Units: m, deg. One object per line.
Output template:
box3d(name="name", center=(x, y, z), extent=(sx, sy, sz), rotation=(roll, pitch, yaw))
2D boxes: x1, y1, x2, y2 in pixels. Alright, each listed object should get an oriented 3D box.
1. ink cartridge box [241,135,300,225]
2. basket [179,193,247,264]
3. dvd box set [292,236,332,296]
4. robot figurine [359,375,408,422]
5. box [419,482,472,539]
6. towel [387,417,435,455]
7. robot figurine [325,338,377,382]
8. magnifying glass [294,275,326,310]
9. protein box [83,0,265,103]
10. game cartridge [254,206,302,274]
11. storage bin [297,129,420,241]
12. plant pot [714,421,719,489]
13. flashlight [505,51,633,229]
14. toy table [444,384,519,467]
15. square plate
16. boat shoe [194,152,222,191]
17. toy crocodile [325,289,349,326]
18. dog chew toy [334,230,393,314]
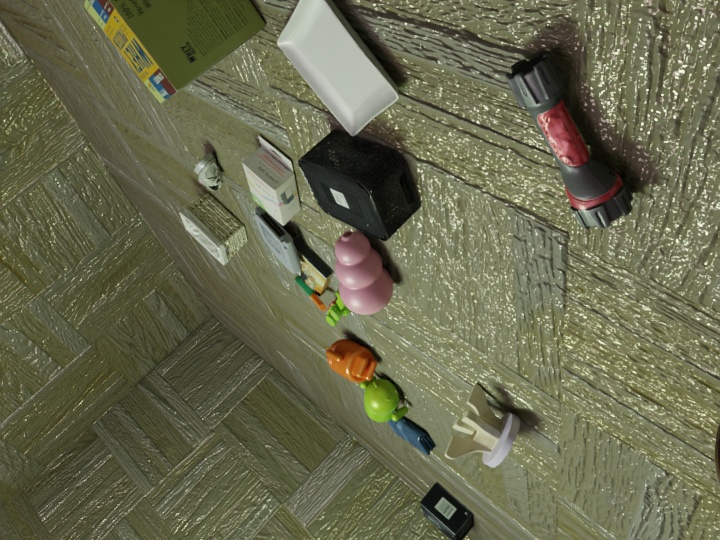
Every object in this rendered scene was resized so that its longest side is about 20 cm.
box3d(name="ink cartridge box", center=(-0.211, -0.209, 1.513), extent=(0.117, 0.067, 0.201), rotation=(40, 160, 19))
box3d(name="basket", center=(-0.487, -0.143, 2.149), extent=(0.200, 0.123, 0.136), rotation=(41, 160, 13))
box3d(name="dvd box set", center=(-0.149, -0.007, 1.847), extent=(0.146, 0.029, 0.200), rotation=(45, 162, 5))
box3d(name="robot figurine", center=(0.070, 0.433, 2.135), extent=(0.175, 0.115, 0.201), rotation=(44, 161, 22))
box3d(name="box", center=(0.365, 1.028, 2.707), extent=(0.196, 0.117, 0.201), rotation=(35, 159, 30))
box3d(name="towel", center=(0.176, 0.579, 2.307), extent=(0.199, 0.049, 0.112), rotation=(23, 150, 51))
box3d(name="robot figurine", center=(-0.030, 0.288, 2.057), extent=(0.199, 0.143, 0.118), rotation=(19, 125, 53))
box3d(name="magnifying glass", center=(-0.148, 0.069, 1.939), extent=(0.080, 0.022, 0.200), rotation=(45, -179, -33))
box3d(name="protein box", center=(-0.310, -0.428, 1.078), extent=(0.199, 0.200, 0.135), rotation=(54, 159, -22))
box3d(name="game cartridge", center=(-0.230, -0.081, 1.797), extent=(0.200, 0.041, 0.134), rotation=(45, 155, 40))
box3d(name="storage bin", center=(-0.004, -0.154, 1.148), extent=(0.199, 0.094, 0.136), rotation=(28, 154, 42))
box3d(name="plant pot", center=(0.509, 0.201, 0.639), extent=(0.200, 0.200, 0.198), rotation=(45, 154, 3))
box3d(name="flashlight", center=(0.233, -0.142, 0.712), extent=(0.067, 0.068, 0.201), rotation=(-17, 117, 40))
box3d(name="toy table", center=(0.285, 0.372, 1.501), extent=(0.116, 0.185, 0.201), rotation=(25, 149, 7))
box3d(name="square plate", center=(-0.035, -0.316, 0.985), extent=(0.198, 0.028, 0.200), rotation=(49, 161, -10))
box3d(name="boat shoe", center=(-0.431, -0.275, 1.849), extent=(0.066, 0.072, 0.200), rotation=(42, 162, -2))
box3d(name="toy crocodile", center=(-0.067, 0.110, 1.853), extent=(0.062, 0.067, 0.200), rotation=(49, 159, 6))
box3d(name="dog chew toy", center=(0.000, 0.000, 1.421), extent=(0.124, 0.124, 0.201), rotation=(26, 144, 45))
